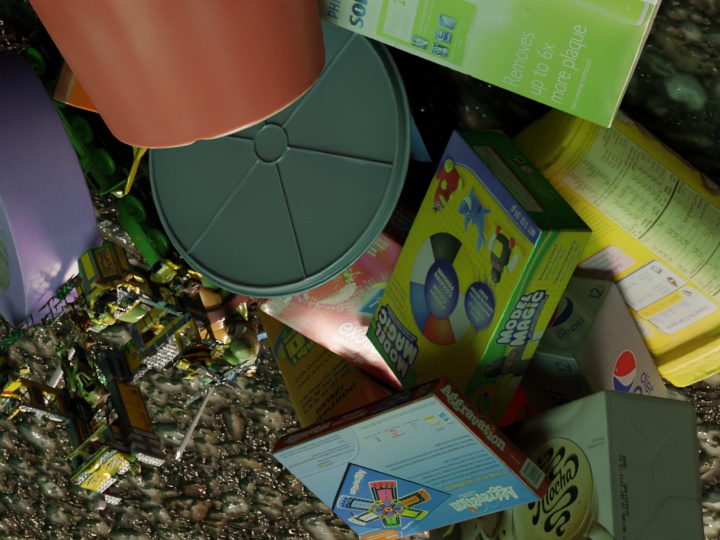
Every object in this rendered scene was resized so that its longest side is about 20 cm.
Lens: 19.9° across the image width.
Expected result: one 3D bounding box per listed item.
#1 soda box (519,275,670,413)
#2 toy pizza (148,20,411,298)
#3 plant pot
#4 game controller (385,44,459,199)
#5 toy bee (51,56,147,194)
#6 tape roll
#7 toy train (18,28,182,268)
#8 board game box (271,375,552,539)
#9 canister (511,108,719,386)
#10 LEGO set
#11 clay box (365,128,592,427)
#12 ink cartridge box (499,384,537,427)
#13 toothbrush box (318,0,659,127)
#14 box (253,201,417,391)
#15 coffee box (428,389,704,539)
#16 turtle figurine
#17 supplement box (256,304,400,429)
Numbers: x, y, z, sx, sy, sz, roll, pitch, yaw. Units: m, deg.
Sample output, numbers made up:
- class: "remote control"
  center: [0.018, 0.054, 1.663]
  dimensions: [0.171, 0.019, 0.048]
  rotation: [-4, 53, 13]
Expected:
- class: "soda box"
  center: [0.167, 0.088, 1.423]
  dimensions: [0.063, 0.068, 0.200]
  rotation: [9, 148, 35]
- class: "toy pizza"
  center: [-0.052, -0.081, 1.345]
  dimensions: [0.200, 0.201, 0.032]
  rotation: [2, 176, 29]
- class: "plant pot"
  center: [-0.112, -0.183, 1.225]
  dimensions: [0.200, 0.200, 0.178]
  rotation: [-1, 122, 32]
- class: "game controller"
  center: [0.011, -0.121, 1.406]
  dimensions: [0.104, 0.042, 0.200]
  rotation: [3, 140, 28]
- class: "toy bee"
  center: [-0.130, -0.109, 1.449]
  dimensions: [0.200, 0.131, 0.109]
  rotation: [38, 177, -24]
- class: "tape roll"
  center: [-0.261, -0.060, 1.533]
  dimensions: [0.200, 0.066, 0.200]
  rotation: [53, 155, 38]
- class: "toy train"
  center: [-0.189, -0.089, 1.517]
  dimensions: [0.200, 0.042, 0.056]
  rotation: [56, 149, 1]
- class: "board game box"
  center: [0.030, 0.130, 1.362]
  dimensions: [0.103, 0.019, 0.200]
  rotation: [45, 146, -14]
- class: "canister"
  center: [0.187, -0.022, 1.391]
  dimensions: [0.200, 0.087, 0.148]
  rotation: [36, 146, -14]
- class: "LEGO set"
  center: [-0.184, 0.087, 1.486]
  dimensions: [0.200, 0.116, 0.154]
  rotation: [-36, 143, 16]
- class: "clay box"
  center: [0.069, 0.021, 1.347]
  dimensions: [0.048, 0.115, 0.200]
  rotation: [0, 126, -35]
- class: "ink cartridge box"
  center: [0.063, 0.073, 1.522]
  dimensions: [0.050, 0.163, 0.200]
  rotation: [26, 148, -25]
- class: "toothbrush box"
  center: [0.085, -0.192, 1.228]
  dimensions: [0.200, 0.086, 0.146]
  rotation: [23, 146, 5]
- class: "box"
  center: [0.000, 0.000, 1.445]
  dimensions: [0.095, 0.100, 0.200]
  rotation: [-44, 138, 12]
- class: "coffee box"
  center: [0.131, 0.158, 1.355]
  dimensions: [0.080, 0.113, 0.200]
  rotation: [10, 160, -31]
- class: "turtle figurine"
  center: [-0.151, 0.029, 1.592]
  dimensions: [0.144, 0.200, 0.194]
  rotation: [32, 136, 51]
- class: "supplement box"
  center: [-0.018, 0.076, 1.525]
  dimensions: [0.067, 0.200, 0.069]
  rotation: [-45, 122, 12]
